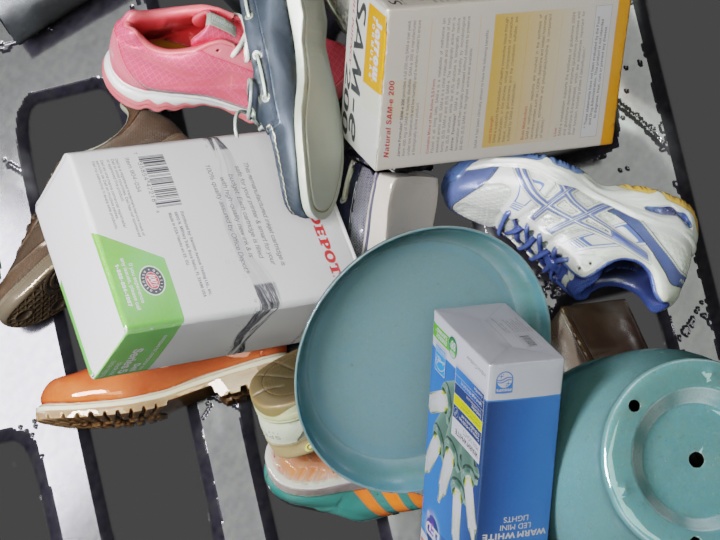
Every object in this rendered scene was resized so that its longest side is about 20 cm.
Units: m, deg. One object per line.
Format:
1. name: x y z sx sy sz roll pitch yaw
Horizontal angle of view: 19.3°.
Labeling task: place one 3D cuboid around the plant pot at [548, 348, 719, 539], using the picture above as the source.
1. plant pot: 0.212 0.144 1.470 0.198 0.188 0.202 1 78 -7

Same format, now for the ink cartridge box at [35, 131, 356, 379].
1. ink cartridge box: -0.116 -0.015 1.543 0.198 0.084 0.147 -8 66 -32

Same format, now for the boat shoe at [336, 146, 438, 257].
1. boat shoe: 0.000 0.000 1.612 0.092 0.074 0.202 23 107 43

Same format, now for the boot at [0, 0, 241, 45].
1. boot: -0.186 -0.229 1.632 0.199 0.066 0.166 -26 76 -4

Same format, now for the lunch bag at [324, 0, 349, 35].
1. lunch bag: 0.003 -0.293 1.596 0.167 0.139 0.201 -37 84 -2

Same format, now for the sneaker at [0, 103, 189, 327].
1. sneaker: -0.216 -0.044 1.627 0.200 0.071 0.075 -44 68 -7

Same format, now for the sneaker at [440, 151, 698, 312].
1. sneaker: 0.153 -0.027 1.589 0.198 0.075 0.089 13 66 4

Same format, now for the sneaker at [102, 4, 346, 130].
1. sneaker: -0.096 -0.159 1.598 0.198 0.087 0.074 1 61 -6

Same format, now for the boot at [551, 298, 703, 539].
1. boot: 0.163 0.137 1.588 0.185 0.064 0.201 -30 88 -14

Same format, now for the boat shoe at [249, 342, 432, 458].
1. boat shoe: 0.013 0.076 1.547 0.198 0.074 0.067 -20 127 -16

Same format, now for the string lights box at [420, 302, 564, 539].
1. string lights box: 0.089 0.136 1.469 0.058 0.103 0.202 -4 111 -19

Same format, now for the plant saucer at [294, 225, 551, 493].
1. plant saucer: 0.041 0.060 1.493 0.198 0.027 0.202 -9 113 -21

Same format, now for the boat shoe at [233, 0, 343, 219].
1. boat shoe: -0.057 -0.134 1.541 0.061 0.075 0.202 -8 89 20

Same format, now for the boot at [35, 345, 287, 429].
1. boot: -0.156 0.060 1.607 0.198 0.075 0.108 -15 81 -8

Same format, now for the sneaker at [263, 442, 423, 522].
1. sneaker: 0.027 0.148 1.589 0.198 0.080 0.072 2 66 -1

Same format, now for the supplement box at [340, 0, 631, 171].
1. supplement box: 0.091 -0.153 1.555 0.198 0.074 0.127 -7 119 -22
